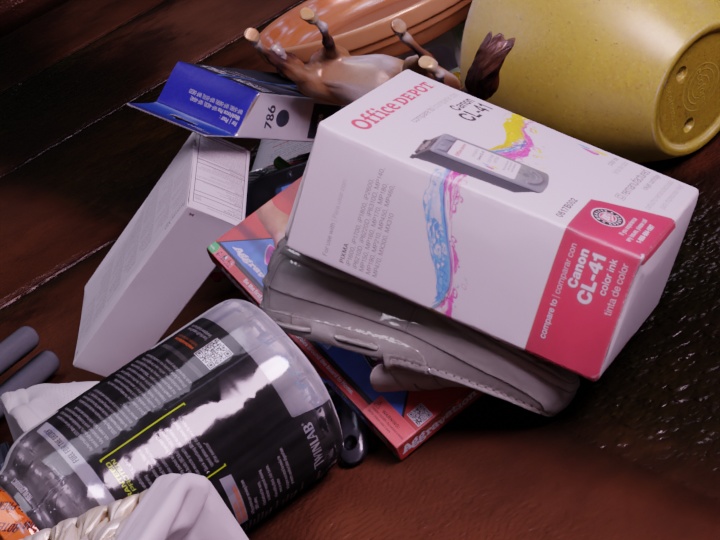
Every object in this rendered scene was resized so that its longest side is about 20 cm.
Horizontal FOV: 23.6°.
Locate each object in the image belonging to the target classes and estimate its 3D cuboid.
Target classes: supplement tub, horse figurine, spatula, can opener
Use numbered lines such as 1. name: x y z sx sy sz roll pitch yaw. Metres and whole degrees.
1. supplement tub: -0.120 0.116 1.010 0.200 0.123 0.122 -34 22 -21
2. horse figurine: 0.012 -0.137 1.190 0.200 0.133 0.050 9 76 20
3. spatula: 0.004 0.033 1.094 0.056 0.021 0.200 -11 51 25
4. can opener: -0.316 0.112 1.345 0.066 0.053 0.200 -34 7 45

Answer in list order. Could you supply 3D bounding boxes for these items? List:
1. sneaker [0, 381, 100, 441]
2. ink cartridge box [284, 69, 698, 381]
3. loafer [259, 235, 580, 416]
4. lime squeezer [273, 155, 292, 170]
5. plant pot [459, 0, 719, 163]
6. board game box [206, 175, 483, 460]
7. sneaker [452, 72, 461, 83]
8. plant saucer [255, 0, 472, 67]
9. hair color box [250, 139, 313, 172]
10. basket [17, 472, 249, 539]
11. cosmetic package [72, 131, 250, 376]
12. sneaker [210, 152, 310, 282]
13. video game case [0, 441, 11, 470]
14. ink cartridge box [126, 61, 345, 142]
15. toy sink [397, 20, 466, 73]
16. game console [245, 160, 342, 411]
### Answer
1. sneaker: -0.195 0.110 1.202 0.088 0.075 0.200 -19 17 -14
2. ink cartridge box: 0.079 -0.031 1.002 0.200 0.086 0.148 25 26 14
3. loafer: 0.032 0.042 1.013 0.200 0.070 0.070 25 15 20
4. lime squeezer: 0.027 -0.052 1.298 0.199 0.038 0.071 4 69 8
5. plant pot: 0.192 -0.155 1.237 0.200 0.200 0.142 -35 48 -23
6. board game box: 0.001 0.019 1.078 0.103 0.019 0.200 -37 57 -14
7. sneaker: 0.051 -0.107 1.290 0.073 0.077 0.200 30 48 31
8. plant saucer: 0.015 -0.199 1.347 0.200 0.038 0.200 -20 19 7
9. hair color box: -0.035 -0.098 1.509 0.101 0.061 0.200 -21 22 14
10. basket: -0.122 0.208 0.782 0.123 0.136 0.200 -20 21 28
11. cosmetic package: -0.148 -0.007 1.282 0.200 0.051 0.083 -49 27 40
12. sneaker: -0.054 -0.051 1.357 0.200 0.081 0.075 -25 -21 1
13. video game case: -0.324 0.198 1.208 0.200 0.019 0.143 -31 21 -9
14. ink cartridge box: -0.066 -0.124 1.292 0.200 0.039 0.099 -2 20 -46
15. toy sink: 0.064 -0.160 1.441 0.112 0.131 0.200 -28 22 -4
16. game console: 0.000 0.000 1.151 0.200 0.119 0.171 -17 22 25
